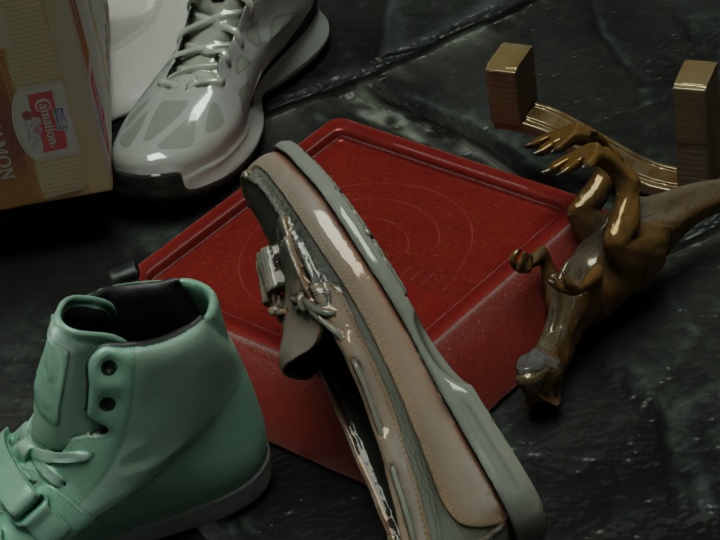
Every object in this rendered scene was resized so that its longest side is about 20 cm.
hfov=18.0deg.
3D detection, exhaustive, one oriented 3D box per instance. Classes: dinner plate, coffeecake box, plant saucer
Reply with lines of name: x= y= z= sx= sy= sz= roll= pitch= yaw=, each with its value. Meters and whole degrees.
dinner plate: x=-0.176 y=-0.136 z=1.281 sx=0.199 sy=0.024 sz=0.201 roll=-7 pitch=34 yaw=4
coffeecake box: x=-0.174 y=-0.148 z=1.138 sx=0.073 sy=0.154 sz=0.200 roll=-10 pitch=33 yaw=-1
plant saucer: x=0.000 y=0.000 z=1.037 sx=0.199 sy=0.037 sz=0.200 roll=21 pitch=45 yaw=36

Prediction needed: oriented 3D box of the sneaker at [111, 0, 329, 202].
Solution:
sneaker: x=-0.082 y=-0.128 z=1.165 sx=0.075 sy=0.116 sz=0.201 roll=7 pitch=38 yaw=22

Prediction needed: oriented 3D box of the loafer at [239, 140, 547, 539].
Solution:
loafer: x=-0.002 y=0.037 z=0.908 sx=0.063 sy=0.072 sz=0.200 roll=-30 pitch=68 yaw=-10

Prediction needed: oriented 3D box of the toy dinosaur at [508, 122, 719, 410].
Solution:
toy dinosaur: x=0.120 y=-0.016 z=1.004 sx=0.200 sy=0.107 sz=0.060 roll=-37 pitch=21 yaw=-26

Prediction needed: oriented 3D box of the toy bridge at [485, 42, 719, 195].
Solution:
toy bridge: x=0.158 y=-0.064 z=1.060 sx=0.199 sy=0.067 sz=0.027 roll=7 pitch=38 yaw=21

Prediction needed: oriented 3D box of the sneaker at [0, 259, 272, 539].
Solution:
sneaker: x=-0.137 y=0.069 z=0.901 sx=0.200 sy=0.119 sz=0.074 roll=-24 pitch=39 yaw=-17
